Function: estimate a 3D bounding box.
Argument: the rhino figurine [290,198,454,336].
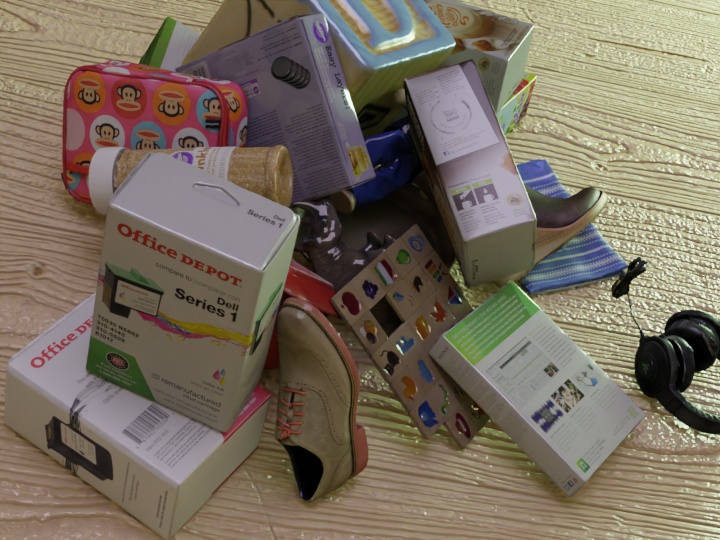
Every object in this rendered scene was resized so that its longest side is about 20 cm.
[{"bbox_3d":[0.000,0.000,1.420,0.200,0.060,0.088,44,73,-9],"label":"rhino figurine"}]

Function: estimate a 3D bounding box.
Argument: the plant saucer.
[{"bbox_3d":[0.013,-0.039,1.539,0.198,0.032,0.201,8,42,-7],"label":"plant saucer"}]

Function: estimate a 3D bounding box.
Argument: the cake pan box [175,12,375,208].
[{"bbox_3d":[-0.096,-0.157,1.465,0.052,0.199,0.186,-22,95,-52],"label":"cake pan box"}]

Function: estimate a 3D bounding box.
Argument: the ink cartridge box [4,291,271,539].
[{"bbox_3d":[-0.205,0.125,1.255,0.199,0.085,0.145,32,44,16],"label":"ink cartridge box"}]

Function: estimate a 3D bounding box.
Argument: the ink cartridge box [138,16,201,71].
[{"bbox_3d":[-0.170,-0.188,1.616,0.199,0.076,0.149,29,38,-17],"label":"ink cartridge box"}]

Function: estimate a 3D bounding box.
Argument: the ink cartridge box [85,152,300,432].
[{"bbox_3d":[-0.147,0.021,1.171,0.144,0.201,0.084,23,41,7],"label":"ink cartridge box"}]

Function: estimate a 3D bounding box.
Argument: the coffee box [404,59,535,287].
[{"bbox_3d":[0.114,-0.102,1.432,0.079,0.115,0.202,-17,65,-3],"label":"coffee box"}]

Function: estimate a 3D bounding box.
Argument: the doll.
[{"bbox_3d":[0.052,-0.140,1.552,0.199,0.138,0.048,-27,29,-27],"label":"doll"}]

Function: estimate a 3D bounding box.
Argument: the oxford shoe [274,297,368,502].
[{"bbox_3d":[-0.045,0.121,1.233,0.070,0.202,0.075,10,36,40],"label":"oxford shoe"}]

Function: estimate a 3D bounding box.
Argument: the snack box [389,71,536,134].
[{"bbox_3d":[0.102,-0.214,1.721,0.168,0.068,0.200,28,39,19],"label":"snack box"}]

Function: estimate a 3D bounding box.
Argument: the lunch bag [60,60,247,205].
[{"bbox_3d":[-0.221,-0.126,1.462,0.198,0.178,0.082,11,16,19],"label":"lunch bag"}]

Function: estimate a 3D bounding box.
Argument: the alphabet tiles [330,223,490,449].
[{"bbox_3d":[0.070,0.072,1.374,0.201,0.008,0.167,56,43,-6],"label":"alphabet tiles"}]

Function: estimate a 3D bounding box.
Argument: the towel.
[{"bbox_3d":[0.210,-0.056,1.625,0.144,0.024,0.201,-11,49,-26],"label":"towel"}]

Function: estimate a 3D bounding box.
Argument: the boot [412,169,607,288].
[{"bbox_3d":[0.174,-0.090,1.556,0.199,0.072,0.167,-34,84,-29],"label":"boot"}]

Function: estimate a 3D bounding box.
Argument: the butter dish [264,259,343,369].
[{"bbox_3d":[-0.130,0.039,1.338,0.198,0.149,0.200,32,2,18],"label":"butter dish"}]

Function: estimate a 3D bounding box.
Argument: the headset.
[{"bbox_3d":[0.345,0.080,1.467,0.123,0.094,0.200,-30,70,-40],"label":"headset"}]

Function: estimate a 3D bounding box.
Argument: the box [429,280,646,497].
[{"bbox_3d":[0.180,0.115,1.382,0.200,0.036,0.144,47,42,10],"label":"box"}]

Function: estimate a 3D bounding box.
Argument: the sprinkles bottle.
[{"bbox_3d":[-0.169,-0.090,1.371,0.198,0.069,0.069,0,40,12],"label":"sprinkles bottle"}]

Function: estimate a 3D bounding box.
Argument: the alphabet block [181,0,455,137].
[{"bbox_3d":[-0.048,-0.245,1.555,0.196,0.200,0.196,53,37,11],"label":"alphabet block"}]

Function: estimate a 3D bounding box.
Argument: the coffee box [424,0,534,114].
[{"bbox_3d":[0.097,-0.273,1.672,0.198,0.080,0.115,20,37,14],"label":"coffee box"}]
